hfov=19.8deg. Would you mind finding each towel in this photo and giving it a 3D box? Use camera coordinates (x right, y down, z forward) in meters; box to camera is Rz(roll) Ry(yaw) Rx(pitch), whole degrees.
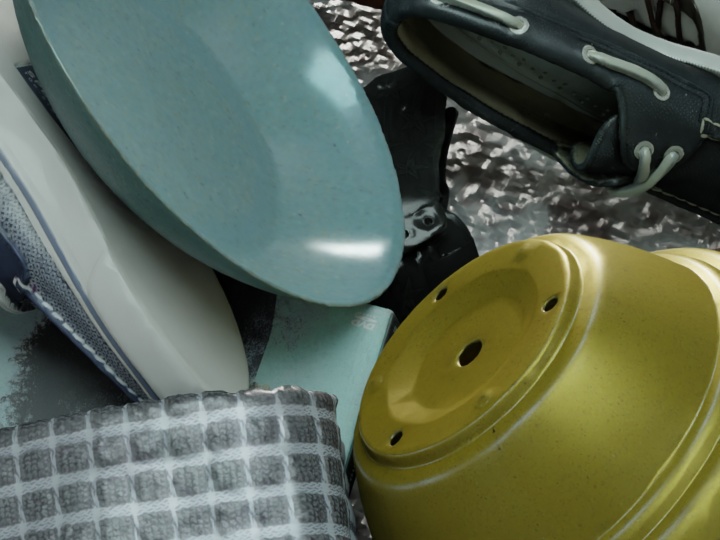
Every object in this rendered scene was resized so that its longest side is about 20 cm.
[{"bbox_3d":[-0.093,0.131,0.641,0.198,0.086,0.167,-9,69,1],"label":"towel"}]

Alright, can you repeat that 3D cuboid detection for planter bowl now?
[{"bbox_3d":[0.058,0.049,0.678,0.083,0.200,0.201,45,51,-23],"label":"planter bowl"}]

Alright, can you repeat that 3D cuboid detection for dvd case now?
[{"bbox_3d":[-0.082,0.091,0.713,0.145,0.022,0.202,15,74,12],"label":"dvd case"}]

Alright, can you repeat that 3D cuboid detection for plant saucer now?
[{"bbox_3d":[-0.062,-0.065,0.731,0.039,0.200,0.202,-34,48,26],"label":"plant saucer"}]

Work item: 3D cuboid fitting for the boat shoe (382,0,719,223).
[{"bbox_3d":[0.097,-0.063,0.817,0.199,0.076,0.061,30,54,-2],"label":"boat shoe"}]

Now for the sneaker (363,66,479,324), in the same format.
[{"bbox_3d":[0.000,0.002,0.803,0.103,0.060,0.201,-6,49,0],"label":"sneaker"}]

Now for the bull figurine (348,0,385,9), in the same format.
[{"bbox_3d":[-0.013,-0.145,0.878,0.121,0.199,0.066,10,81,51],"label":"bull figurine"}]

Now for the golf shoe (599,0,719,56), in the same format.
[{"bbox_3d":[0.140,-0.121,0.904,0.094,0.078,0.201,-16,46,-1],"label":"golf shoe"}]

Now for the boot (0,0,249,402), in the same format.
[{"bbox_3d":[-0.124,-0.014,0.714,0.090,0.073,0.201,-38,80,19],"label":"boot"}]
